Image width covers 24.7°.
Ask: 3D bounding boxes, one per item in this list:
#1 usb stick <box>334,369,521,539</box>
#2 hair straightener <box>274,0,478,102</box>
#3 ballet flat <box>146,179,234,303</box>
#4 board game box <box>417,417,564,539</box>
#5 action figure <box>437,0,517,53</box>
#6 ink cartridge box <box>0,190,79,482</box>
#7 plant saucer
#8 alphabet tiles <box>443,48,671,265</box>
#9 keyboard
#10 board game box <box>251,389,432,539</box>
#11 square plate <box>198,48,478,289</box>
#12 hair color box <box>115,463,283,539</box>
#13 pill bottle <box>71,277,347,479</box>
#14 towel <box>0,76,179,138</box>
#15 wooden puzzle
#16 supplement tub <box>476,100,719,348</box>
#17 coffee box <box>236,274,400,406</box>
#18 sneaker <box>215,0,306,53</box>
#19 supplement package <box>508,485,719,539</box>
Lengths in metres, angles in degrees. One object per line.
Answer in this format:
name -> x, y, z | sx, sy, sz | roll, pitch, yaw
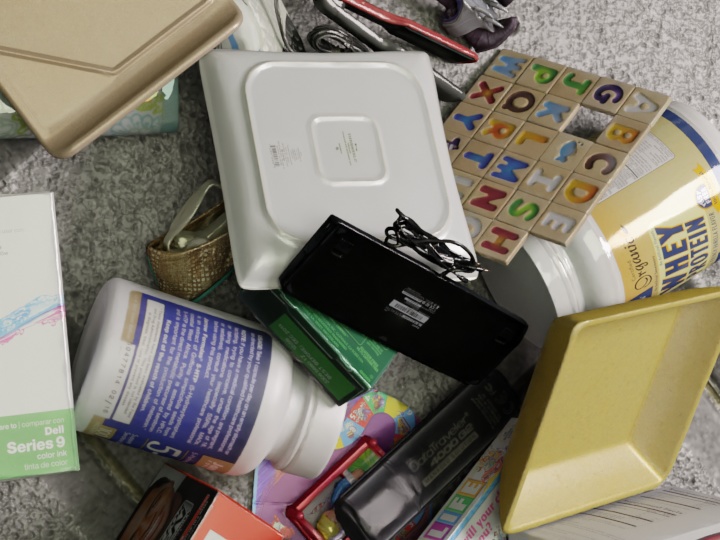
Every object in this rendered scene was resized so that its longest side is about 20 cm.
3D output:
usb stick -> 0.057, 0.152, 1.338 | 0.200, 0.033, 0.056 | -39, 93, -32
hair straightener -> 0.009, -0.177, 1.326 | 0.199, 0.041, 0.078 | 24, 78, -36
ballet flat -> -0.087, -0.056, 1.289 | 0.200, 0.070, 0.065 | -43, 121, -8
board game box -> 0.111, 0.240, 1.343 | 0.200, 0.034, 0.135 | -48, 118, -24
action figure -> 0.047, -0.264, 1.348 | 0.199, 0.069, 0.131 | 27, 65, -23
ink cartridge box -> -0.262, 0.046, 1.202 | 0.087, 0.145, 0.202 | -7, 91, -17
plant saucer -> 0.195, 0.099, 1.310 | 0.199, 0.048, 0.202 | -10, 128, -39
alphabet tiles -> 0.130, -0.092, 1.323 | 0.200, 0.166, 0.008 | -51, 143, -24
keyboard -> 0.042, 0.010, 1.226 | 0.199, 0.040, 0.104 | 28, 120, -31
board game box -> -0.008, 0.195, 1.336 | 0.156, 0.039, 0.202 | 5, 87, -18
square plate -> -0.013, -0.085, 1.250 | 0.196, 0.028, 0.202 | -2, 67, -24
hair color box -> -0.129, 0.208, 1.213 | 0.061, 0.200, 0.102 | 35, 79, -13
pill bottle -> -0.116, 0.090, 1.262 | 0.198, 0.120, 0.121 | 18, 83, -16
towel -> -0.227, -0.204, 1.274 | 0.169, 0.048, 0.203 | -3, 90, -15
wooden puzzle -> -0.215, -0.213, 1.238 | 0.185, 0.037, 0.201 | -39, 95, -13
supplement tub -> 0.206, -0.036, 1.358 | 0.199, 0.144, 0.145 | -30, 98, -16
coffee box -> 0.000, 0.000, 1.292 | 0.123, 0.044, 0.200 | 47, 44, -10
sneaker -> -0.093, -0.190, 1.315 | 0.072, 0.072, 0.202 | -28, 111, -44
supplement package -> 0.229, 0.254, 1.341 | 0.198, 0.109, 0.115 | -8, 100, -37
